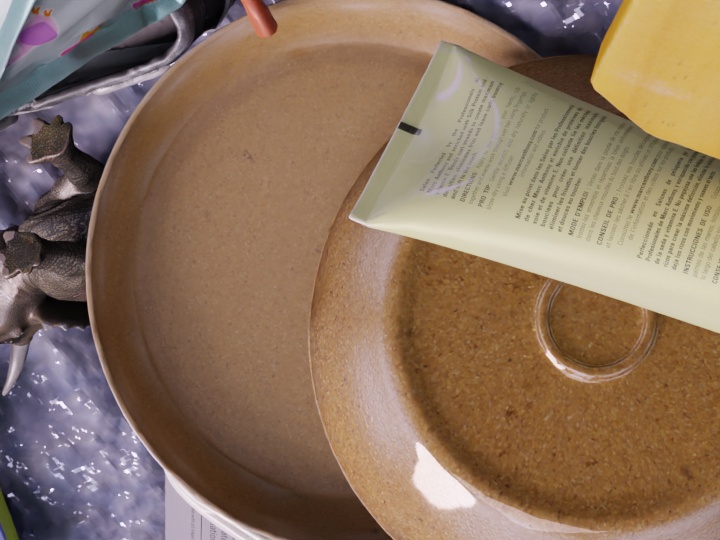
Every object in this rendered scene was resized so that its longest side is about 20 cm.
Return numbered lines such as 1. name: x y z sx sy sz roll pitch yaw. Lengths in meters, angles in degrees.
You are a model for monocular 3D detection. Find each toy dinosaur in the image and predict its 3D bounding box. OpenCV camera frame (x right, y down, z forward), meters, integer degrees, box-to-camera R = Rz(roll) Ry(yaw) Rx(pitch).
1. toy dinosaur: -0.079 -0.010 0.960 0.198 0.078 0.102 -7 161 13

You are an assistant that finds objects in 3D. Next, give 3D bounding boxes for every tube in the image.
1. tube: 0.102 -0.015 0.809 0.199 0.058 0.052 20 113 13

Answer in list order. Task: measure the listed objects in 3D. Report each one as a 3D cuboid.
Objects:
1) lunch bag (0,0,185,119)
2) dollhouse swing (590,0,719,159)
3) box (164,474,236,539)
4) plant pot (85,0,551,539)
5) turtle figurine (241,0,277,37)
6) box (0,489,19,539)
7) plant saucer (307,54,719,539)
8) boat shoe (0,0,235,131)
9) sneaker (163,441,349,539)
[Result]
1. lunch bag: -0.113 -0.175 0.769 0.170 0.122 0.200 47 144 10
2. dollhouse swing: 0.176 -0.110 0.696 0.199 0.176 0.183 19 89 2
3. box: 0.014 0.154 1.064 0.198 0.041 0.157 13 129 10
4. plant pot: 0.000 0.000 0.891 0.198 0.027 0.202 0 91 -7
5. turtle figurine: 0.008 -0.159 0.795 0.161 0.064 0.202 26 125 44
6. box: -0.242 0.096 1.114 0.198 0.048 0.123 0 126 21
7. plant saucer: 0.080 0.019 0.846 0.199 0.202 0.035 20 171 6
8. boat shoe: -0.140 -0.085 0.922 0.198 0.068 0.074 -3 124 23
9. sneaker: 0.021 0.084 0.959 0.199 0.116 0.074 18 128 6
